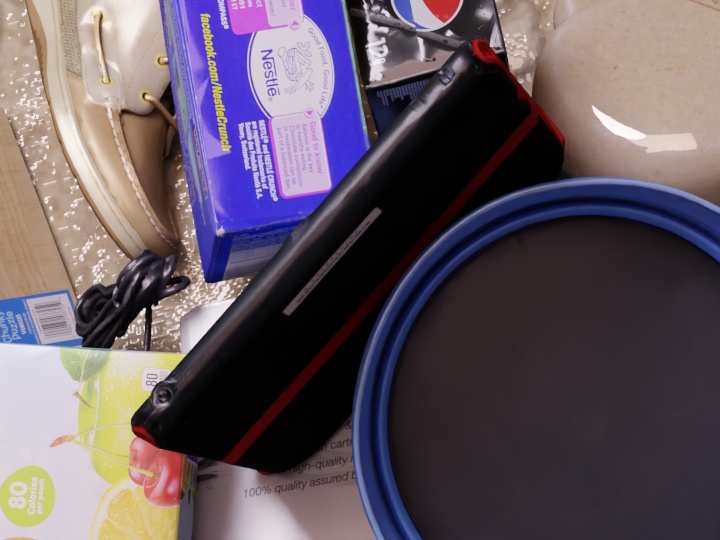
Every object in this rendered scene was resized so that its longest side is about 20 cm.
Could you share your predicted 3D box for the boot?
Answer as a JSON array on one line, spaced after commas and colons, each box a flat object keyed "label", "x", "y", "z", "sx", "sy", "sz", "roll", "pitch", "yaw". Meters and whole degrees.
[{"label": "boot", "x": -0.081, "y": -0.111, "z": 1.194, "sx": 0.154, "sy": 0.073, "sz": 0.201, "roll": -20, "pitch": 62, "yaw": 5}]

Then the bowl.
[{"label": "bowl", "x": 0.095, "y": 0.062, "z": 0.957, "sx": 0.199, "sy": 0.039, "sz": 0.202, "roll": 0, "pitch": 93, "yaw": -4}]

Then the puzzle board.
[{"label": "puzzle board", "x": -0.218, "y": 0.011, "z": 1.170, "sx": 0.150, "sy": 0.017, "sz": 0.201, "roll": -10, "pitch": 62, "yaw": -28}]

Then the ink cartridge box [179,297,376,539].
[{"label": "ink cartridge box", "x": 0.002, "y": 0.110, "z": 1.071, "sx": 0.145, "sy": 0.084, "sz": 0.201, "roll": -10, "pitch": 66, "yaw": 11}]

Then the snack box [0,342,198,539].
[{"label": "snack box", "x": -0.158, "y": 0.133, "z": 1.016, "sx": 0.167, "sy": 0.068, "sz": 0.202, "roll": 4, "pitch": 80, "yaw": 3}]

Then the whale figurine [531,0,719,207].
[{"label": "whale figurine", "x": 0.163, "y": -0.088, "z": 1.115, "sx": 0.158, "sy": 0.104, "sz": 0.200, "roll": 21, "pitch": 51, "yaw": 21}]

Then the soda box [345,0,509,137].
[{"label": "soda box", "x": 0.038, "y": -0.074, "z": 1.070, "sx": 0.063, "sy": 0.200, "sz": 0.071, "roll": -12, "pitch": 66, "yaw": 3}]

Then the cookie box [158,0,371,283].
[{"label": "cookie box", "x": -0.047, "y": -0.092, "z": 1.055, "sx": 0.075, "sy": 0.200, "sz": 0.173, "roll": -9, "pitch": 85, "yaw": -6}]

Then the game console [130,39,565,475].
[{"label": "game console", "x": 0.000, "y": 0.000, "z": 0.961, "sx": 0.031, "sy": 0.177, "sz": 0.200, "roll": 42, "pitch": 94, "yaw": 19}]

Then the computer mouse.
[{"label": "computer mouse", "x": -0.121, "y": 0.093, "z": 1.098, "sx": 0.044, "sy": 0.110, "sz": 0.202, "roll": 8, "pitch": 81, "yaw": -22}]
